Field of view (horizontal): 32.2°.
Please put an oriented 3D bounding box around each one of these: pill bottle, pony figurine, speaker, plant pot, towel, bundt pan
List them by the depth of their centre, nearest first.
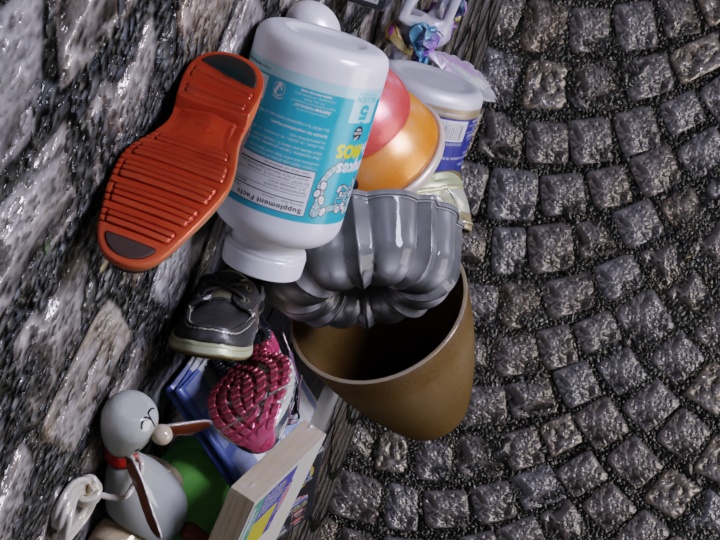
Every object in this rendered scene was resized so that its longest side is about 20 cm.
[{"bbox_3d":[-0.055,-0.094,1.012,0.111,0.110,0.201,-51,160,-69],"label":"pill bottle"},{"bbox_3d":[-0.170,0.234,1.124,0.200,0.088,0.089,-63,170,-45],"label":"speaker"},{"bbox_3d":[0.000,0.000,1.151,0.202,0.201,0.076,91,-6,-70],"label":"bundt pan"},{"bbox_3d":[-0.109,0.122,1.192,0.024,0.147,0.200,-26,-166,24],"label":"towel"},{"bbox_3d":[0.045,0.089,1.314,0.187,0.186,0.200,-66,150,-28],"label":"plant pot"},{"bbox_3d":[0.048,-0.113,1.335,0.116,0.115,0.201,-53,163,-67],"label":"pill bottle"},{"bbox_3d":[0.081,-0.286,1.500,0.193,0.166,0.201,-6,125,-46],"label":"pony figurine"}]

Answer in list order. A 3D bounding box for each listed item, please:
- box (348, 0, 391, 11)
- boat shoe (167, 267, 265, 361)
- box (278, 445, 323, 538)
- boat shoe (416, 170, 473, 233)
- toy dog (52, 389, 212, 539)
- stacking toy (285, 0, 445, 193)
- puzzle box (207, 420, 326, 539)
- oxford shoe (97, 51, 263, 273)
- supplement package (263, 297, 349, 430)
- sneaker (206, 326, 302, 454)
[{"bbox_3d":[0.043,-0.377,1.232,0.158,0.051,0.201,-62,169,-57],"label":"box"},{"bbox_3d":[-0.118,0.031,1.066,0.201,0.071,0.066,-72,172,-83],"label":"boat shoe"},{"bbox_3d":[-0.133,0.257,1.284,0.200,0.044,0.160,-31,154,-27],"label":"box"},{"bbox_3d":[0.017,-0.048,1.232,0.073,0.200,0.063,-36,-111,63],"label":"boat shoe"},{"bbox_3d":[-0.161,0.177,0.999,0.200,0.096,0.132,88,22,-72],"label":"toy dog"},{"bbox_3d":[-0.020,-0.159,1.114,0.200,0.146,0.146,59,45,-43],"label":"stacking toy"},{"bbox_3d":[-0.101,0.234,1.070,0.133,0.025,0.200,-35,153,-60],"label":"puzzle box"},{"bbox_3d":[-0.115,-0.059,0.822,0.073,0.071,0.200,110,4,-47],"label":"oxford shoe"},{"bbox_3d":[-0.080,0.117,1.413,0.156,0.111,0.200,100,13,-55],"label":"supplement package"},{"bbox_3d":[-0.081,0.111,1.083,0.075,0.080,0.200,62,3,-14],"label":"sneaker"}]
